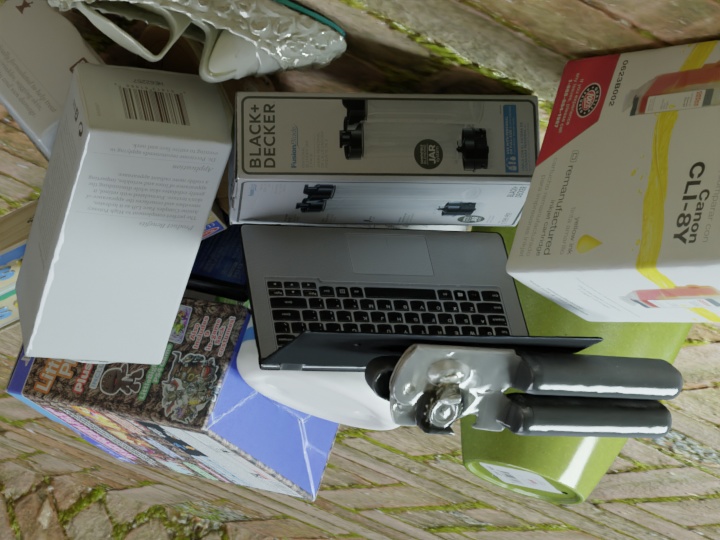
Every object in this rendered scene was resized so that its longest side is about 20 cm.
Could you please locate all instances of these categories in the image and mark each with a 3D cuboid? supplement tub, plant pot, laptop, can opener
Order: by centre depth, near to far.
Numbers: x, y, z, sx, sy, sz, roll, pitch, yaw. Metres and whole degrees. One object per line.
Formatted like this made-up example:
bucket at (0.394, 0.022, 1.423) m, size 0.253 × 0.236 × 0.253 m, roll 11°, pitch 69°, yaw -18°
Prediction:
can opener at (0.100, 0.068, 1.384) m, size 0.199 × 0.054 × 0.067 m, roll 4°, pitch -160°, yaw -27°
laptop at (0.032, 0.007, 1.431) m, size 0.186 × 0.201 × 0.116 m, roll 2°, pitch 135°, yaw -14°
supplement tub at (0.000, 0.000, 1.599) m, size 0.131 × 0.201 × 0.132 m, roll 17°, pitch 165°, yaw 5°
plant pot at (0.146, 0.061, 1.642) m, size 0.186 × 0.201 × 0.187 m, roll 17°, pitch 166°, yaw 4°

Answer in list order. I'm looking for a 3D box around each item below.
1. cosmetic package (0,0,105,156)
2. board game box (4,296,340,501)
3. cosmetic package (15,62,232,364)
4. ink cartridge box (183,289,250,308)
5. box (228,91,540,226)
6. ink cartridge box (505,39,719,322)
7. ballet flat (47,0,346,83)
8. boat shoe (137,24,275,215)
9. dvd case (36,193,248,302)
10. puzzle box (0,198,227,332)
cosmetic package at (-0.202, -0.110, 1.596) m, size 0.102 × 0.074 × 0.200 m, roll 47°, pitch 176°, yaw 21°
board game box at (-0.137, 0.090, 1.713) m, size 0.199 × 0.097 × 0.159 m, roll 8°, pitch 161°, yaw 35°
cosmetic package at (-0.160, -0.034, 1.497) m, size 0.101 × 0.074 × 0.201 m, roll 6°, pitch 131°, yaw -22°
ink cartridge box at (-0.093, 0.000, 1.815) m, size 0.083 × 0.146 × 0.200 m, roll 11°, pitch 163°, yaw 24°
box at (0.013, -0.072, 1.485) m, size 0.198 × 0.061 × 0.117 m, roll 0°, pitch 166°, yaw -4°
ink cartridge box at (0.194, -0.051, 1.296) m, size 0.083 × 0.146 × 0.199 m, roll 29°, pitch 161°, yaw -34°
ballet flat at (-0.109, -0.157, 1.434) m, size 0.199 × 0.072 × 0.072 m, roll 21°, pitch 165°, yaw -14°
boat shoe at (-0.096, -0.115, 1.575) m, size 0.071 × 0.065 × 0.201 m, roll 17°, pitch 150°, yaw 31°
dvd case at (-0.146, -0.052, 1.705) m, size 0.199 × 0.143 × 0.018 m, roll 12°, pitch 145°, yaw 22°
puzzle box at (-0.204, -0.019, 1.600) m, size 0.199 × 0.026 × 0.133 m, roll -25°, pitch 160°, yaw 6°
